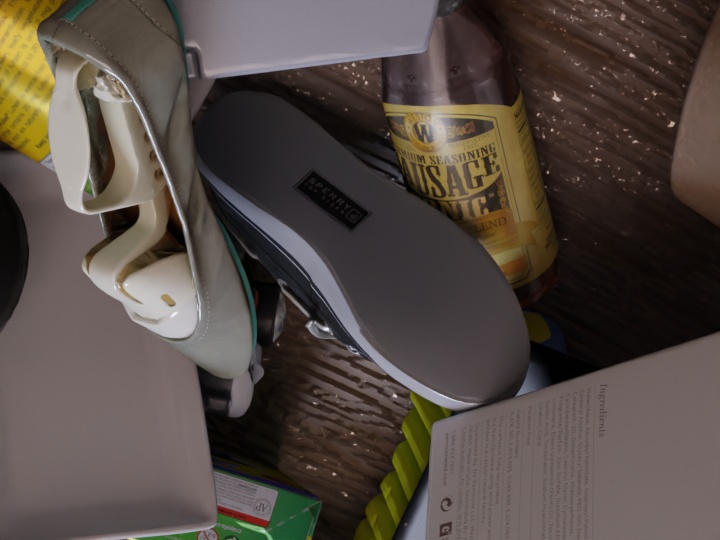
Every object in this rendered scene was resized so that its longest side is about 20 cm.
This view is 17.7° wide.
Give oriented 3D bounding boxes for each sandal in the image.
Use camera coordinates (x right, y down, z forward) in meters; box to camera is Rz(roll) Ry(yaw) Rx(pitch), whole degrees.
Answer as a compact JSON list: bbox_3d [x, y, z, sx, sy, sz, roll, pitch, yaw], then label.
[{"bbox_3d":[0.063,0.101,1.164,0.087,0.080,0.200,8,129,-20],"label":"sandal"}]

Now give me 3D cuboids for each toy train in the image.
[{"bbox_3d":[-0.137,0.023,1.102,0.199,0.114,0.085,10,125,0],"label":"toy train"}]

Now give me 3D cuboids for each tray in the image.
[{"bbox_3d":[-0.130,0.033,1.032,0.107,0.200,0.022,-5,151,-12],"label":"tray"}]

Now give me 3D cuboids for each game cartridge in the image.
[{"bbox_3d":[-0.030,-0.183,0.947,0.133,0.040,0.201,-6,101,-2],"label":"game cartridge"}]

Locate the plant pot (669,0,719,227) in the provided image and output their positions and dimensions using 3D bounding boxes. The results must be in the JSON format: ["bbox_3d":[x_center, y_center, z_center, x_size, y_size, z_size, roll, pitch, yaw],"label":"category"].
[{"bbox_3d":[0.229,-0.056,0.977,0.174,0.200,0.201,19,126,14],"label":"plant pot"}]

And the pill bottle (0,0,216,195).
[{"bbox_3d":[-0.162,-0.124,1.006,0.200,0.111,0.111,32,122,-15],"label":"pill bottle"}]

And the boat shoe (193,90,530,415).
[{"bbox_3d":[-0.002,0.002,1.053,0.199,0.074,0.068,37,156,20],"label":"boat shoe"}]

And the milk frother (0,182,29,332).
[{"bbox_3d":[-0.275,-0.019,0.960,0.180,0.200,0.188,35,169,29],"label":"milk frother"}]

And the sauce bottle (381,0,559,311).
[{"bbox_3d":[0.042,-0.073,1.048,0.066,0.066,0.200,-11,122,13],"label":"sauce bottle"}]

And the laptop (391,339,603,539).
[{"bbox_3d":[0.131,0.106,1.139,0.200,0.116,0.188,22,124,-2],"label":"laptop"}]

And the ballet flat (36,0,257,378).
[{"bbox_3d":[-0.094,-0.026,0.954,0.067,0.064,0.200,19,133,37],"label":"ballet flat"}]

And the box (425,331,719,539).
[{"bbox_3d":[0.141,0.104,0.962,0.200,0.098,0.124,-21,141,36],"label":"box"}]

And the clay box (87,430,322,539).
[{"bbox_3d":[-0.091,0.107,1.136,0.115,0.200,0.048,18,88,-9],"label":"clay box"}]
